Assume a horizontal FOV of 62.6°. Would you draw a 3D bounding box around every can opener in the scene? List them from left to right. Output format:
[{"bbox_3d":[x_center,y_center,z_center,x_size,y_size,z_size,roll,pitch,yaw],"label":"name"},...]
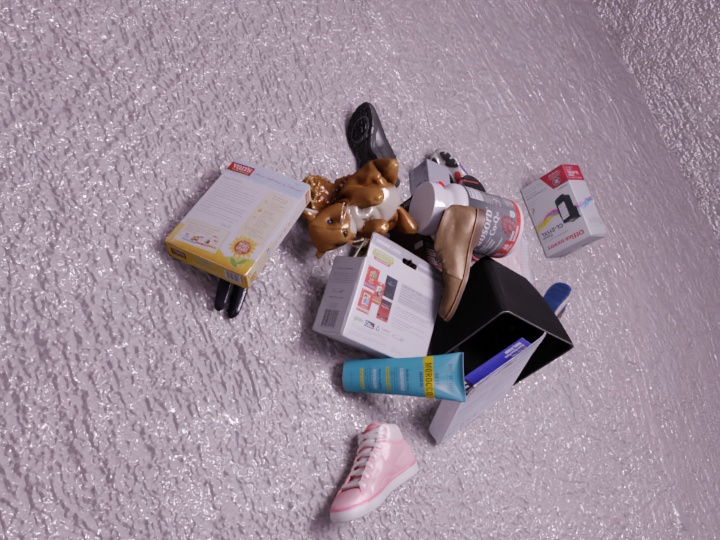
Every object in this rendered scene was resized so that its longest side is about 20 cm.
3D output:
[{"bbox_3d":[-0.185,-0.023,0.932,0.063,0.078,0.202,37,57,-30],"label":"can opener"}]

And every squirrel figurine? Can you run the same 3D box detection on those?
[{"bbox_3d":[-0.032,-0.101,1.043,0.186,0.199,0.143,-37,127,-30],"label":"squirrel figurine"}]

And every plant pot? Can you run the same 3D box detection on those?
[{"bbox_3d":[0.263,0.096,1.171,0.198,0.199,0.179,26,40,-28],"label":"plant pot"}]

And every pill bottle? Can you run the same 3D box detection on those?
[{"bbox_3d":[0.196,-0.096,1.111,0.197,0.116,0.118,11,60,-25],"label":"pill bottle"}]

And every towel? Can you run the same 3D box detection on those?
[{"bbox_3d":[0.352,-0.033,1.387,0.191,0.032,0.202,40,45,-37],"label":"towel"}]

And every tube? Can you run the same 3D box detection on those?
[{"bbox_3d":[0.070,0.172,0.959,0.050,0.197,0.079,-31,117,-71],"label":"tube"}]

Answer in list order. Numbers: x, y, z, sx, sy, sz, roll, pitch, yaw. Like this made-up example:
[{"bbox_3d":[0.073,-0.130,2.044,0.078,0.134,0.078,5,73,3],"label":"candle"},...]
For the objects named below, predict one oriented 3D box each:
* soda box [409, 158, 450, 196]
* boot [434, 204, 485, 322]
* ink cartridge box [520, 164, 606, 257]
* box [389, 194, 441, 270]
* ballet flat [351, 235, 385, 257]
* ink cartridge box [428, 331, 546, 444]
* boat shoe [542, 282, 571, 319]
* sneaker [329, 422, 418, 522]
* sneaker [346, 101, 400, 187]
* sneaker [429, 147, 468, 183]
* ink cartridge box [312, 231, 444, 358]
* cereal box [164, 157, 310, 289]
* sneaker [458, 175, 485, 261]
[{"bbox_3d":[0.157,-0.135,1.281,0.068,0.063,0.203,15,59,-33],"label":"soda box"},{"bbox_3d":[0.154,-0.015,1.024,0.074,0.074,0.203,13,91,-3],"label":"boot"},{"bbox_3d":[0.531,-0.154,1.554,0.082,0.145,0.203,-5,71,-40],"label":"ink cartridge box"},{"bbox_3d":[0.116,-0.041,1.170,0.074,0.100,0.203,17,57,-33],"label":"box"},{"bbox_3d":[0.000,0.000,1.074,0.069,0.069,0.201,40,48,-17],"label":"ballet flat"},{"bbox_3d":[0.220,0.198,1.043,0.198,0.201,0.041,-26,58,-32],"label":"ink cartridge box"},{"bbox_3d":[0.422,0.114,1.363,0.199,0.072,0.073,-36,134,-23],"label":"boat shoe"},{"bbox_3d":[0.009,0.301,0.915,0.199,0.075,0.106,-15,83,-52],"label":"sneaker"},{"bbox_3d":[0.031,-0.254,1.241,0.090,0.075,0.203,3,72,-50],"label":"sneaker"},{"bbox_3d":[0.239,-0.203,1.383,0.202,0.080,0.083,58,27,-8],"label":"sneaker"},{"bbox_3d":[0.039,0.053,1.008,0.199,0.083,0.178,28,74,-38],"label":"ink cartridge box"},{"bbox_3d":[-0.183,-0.079,0.911,0.142,0.040,0.201,22,55,14],"label":"cereal box"},{"bbox_3d":[0.225,-0.110,1.297,0.073,0.087,0.203,11,69,-28],"label":"sneaker"}]
